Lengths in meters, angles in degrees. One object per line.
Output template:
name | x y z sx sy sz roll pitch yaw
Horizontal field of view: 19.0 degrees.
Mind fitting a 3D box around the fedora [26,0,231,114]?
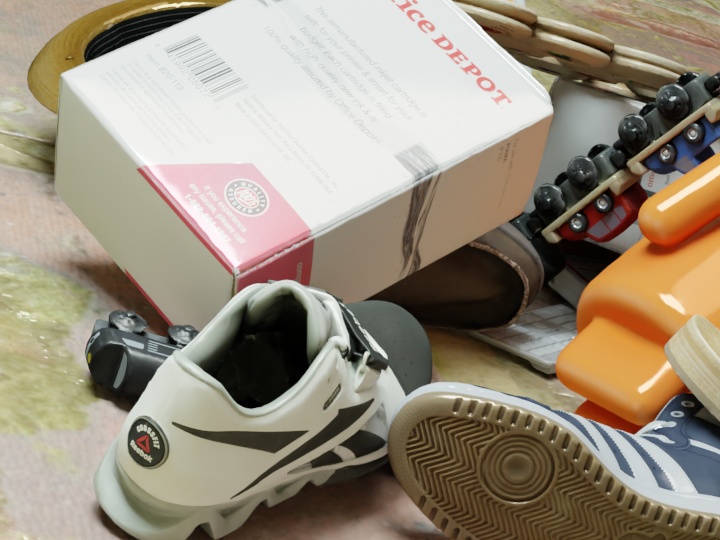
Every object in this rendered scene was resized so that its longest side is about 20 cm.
fedora | -0.087 -0.089 1.203 0.198 0.082 0.201 -2 32 1

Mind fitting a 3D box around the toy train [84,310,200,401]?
toy train | -0.025 0.060 0.955 0.198 0.034 0.046 15 22 -9

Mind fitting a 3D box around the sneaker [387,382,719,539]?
sneaker | 0.103 0.087 0.940 0.199 0.070 0.109 23 22 -9

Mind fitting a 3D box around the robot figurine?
robot figurine | 0.188 0.017 1.067 0.144 0.200 0.117 53 -24 -1

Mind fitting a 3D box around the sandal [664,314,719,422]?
sandal | 0.234 0.083 0.958 0.211 0.070 0.078 42 17 -4

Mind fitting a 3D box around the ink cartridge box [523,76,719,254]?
ink cartridge box | 0.201 -0.036 1.235 0.198 0.085 0.146 20 3 16

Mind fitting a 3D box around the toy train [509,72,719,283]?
toy train | 0.125 -0.038 1.136 0.046 0.200 0.034 54 37 5

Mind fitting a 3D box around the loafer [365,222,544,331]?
loafer | 0.000 0.000 1.115 0.198 0.073 0.071 12 38 -12

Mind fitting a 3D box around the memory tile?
memory tile | 0.108 -0.119 1.170 0.199 0.017 0.153 16 2 -26

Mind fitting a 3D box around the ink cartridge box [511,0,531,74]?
ink cartridge box | 0.006 -0.178 1.343 0.144 0.202 0.144 6 -19 -32

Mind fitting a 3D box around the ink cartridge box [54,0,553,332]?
ink cartridge box | -0.027 -0.059 1.045 0.199 0.083 0.147 -27 59 -30

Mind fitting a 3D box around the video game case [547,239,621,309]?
video game case | 0.160 -0.004 1.318 0.142 0.018 0.200 8 18 -24

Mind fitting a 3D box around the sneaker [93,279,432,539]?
sneaker | -0.020 0.040 0.880 0.074 0.089 0.200 35 32 18

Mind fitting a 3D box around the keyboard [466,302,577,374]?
keyboard | 0.134 0.031 1.226 0.056 0.011 0.199 29 21 29
